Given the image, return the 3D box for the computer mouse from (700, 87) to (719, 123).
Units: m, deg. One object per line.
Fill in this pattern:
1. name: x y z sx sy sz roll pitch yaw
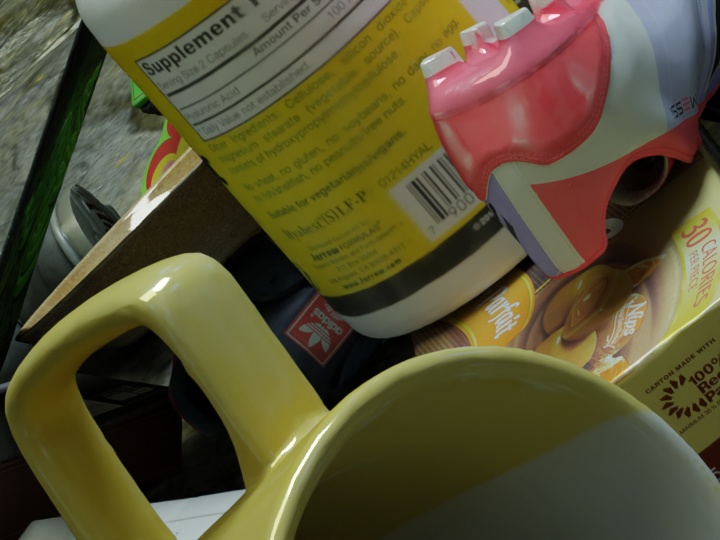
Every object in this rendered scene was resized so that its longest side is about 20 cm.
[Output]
1. computer mouse: 0.155 -0.072 0.943 0.200 0.058 0.034 1 75 63

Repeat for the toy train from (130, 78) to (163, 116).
1. toy train: -0.047 -0.115 1.213 0.200 0.042 0.057 -31 59 58

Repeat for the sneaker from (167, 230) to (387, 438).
1. sneaker: 0.000 0.000 1.088 0.200 0.075 0.085 -42 13 35

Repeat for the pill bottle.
1. pill bottle: -0.021 -0.085 0.930 0.111 0.200 0.111 -37 16 13

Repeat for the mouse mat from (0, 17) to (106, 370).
1. mouse mat: -0.115 -0.024 1.045 0.200 0.007 0.162 -145 74 -85

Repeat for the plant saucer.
1. plant saucer: -0.054 -0.033 1.138 0.200 0.035 0.200 -46 6 6

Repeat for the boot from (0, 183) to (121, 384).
1. boot: -0.181 0.050 1.321 0.200 0.073 0.182 -35 -6 -1

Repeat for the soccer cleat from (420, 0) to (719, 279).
1. soccer cleat: 0.087 -0.063 0.900 0.066 0.077 0.200 -21 8 36

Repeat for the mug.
1. mug: 0.001 0.096 0.719 0.149 0.188 0.153 -1 -18 -33

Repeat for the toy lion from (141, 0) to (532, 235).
1. toy lion: -0.022 -0.070 1.256 0.200 0.068 0.193 12 77 58

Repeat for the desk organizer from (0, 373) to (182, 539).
1. desk organizer: -0.145 0.097 1.093 0.071 0.077 0.200 7 12 27

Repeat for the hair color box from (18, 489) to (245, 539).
1. hair color box: -0.071 0.130 0.944 0.200 0.061 0.100 -14 34 56

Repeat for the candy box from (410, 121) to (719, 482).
1. candy box: 0.077 0.018 0.901 0.115 0.055 0.200 -38 17 10
